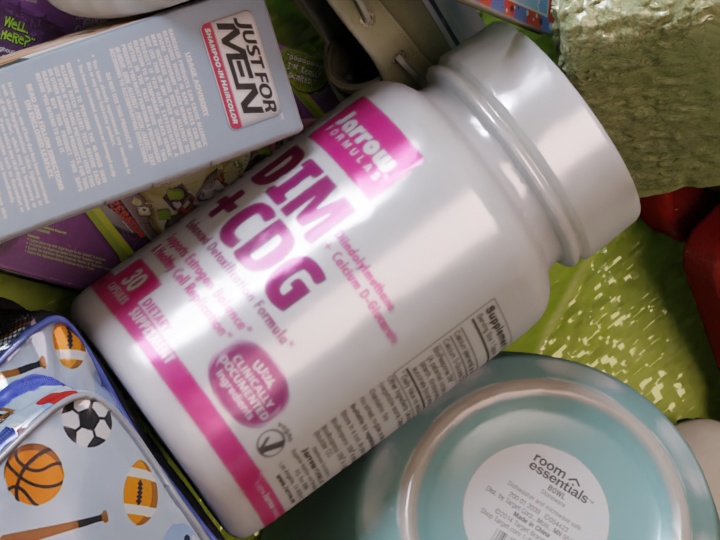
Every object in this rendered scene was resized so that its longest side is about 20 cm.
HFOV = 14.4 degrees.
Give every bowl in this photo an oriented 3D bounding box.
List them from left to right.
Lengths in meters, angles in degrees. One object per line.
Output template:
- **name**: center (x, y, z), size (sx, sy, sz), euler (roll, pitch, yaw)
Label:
- **bowl**: center (0.064, 0.114, 1.129), size (0.200, 0.105, 0.201), euler (3, 71, -8)

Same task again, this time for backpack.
- **backpack**: center (-0.143, 0.127, 1.031), size (0.190, 0.154, 0.200), euler (-39, 108, -15)

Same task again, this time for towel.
- **towel**: center (0.149, -0.079, 1.109), size (0.148, 0.200, 0.037), euler (-12, 70, 7)

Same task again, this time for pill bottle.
- **pill bottle**: center (0.000, 0.000, 1.083), size (0.200, 0.113, 0.113), euler (-37, 109, -7)

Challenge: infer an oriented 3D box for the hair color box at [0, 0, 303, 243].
- **hair color box**: center (-0.133, -0.045, 1.030), size (0.200, 0.099, 0.061), euler (-21, 99, -30)

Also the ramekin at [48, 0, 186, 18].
- **ramekin**: center (-0.063, -0.181, 1.051), size (0.200, 0.200, 0.098), euler (-44, 118, -23)

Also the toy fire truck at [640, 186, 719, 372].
- **toy fire truck**: center (0.222, -0.023, 1.283), size (0.200, 0.112, 0.168), euler (-43, 135, -23)

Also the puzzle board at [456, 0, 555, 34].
- **puzzle board**: center (0.043, -0.198, 1.025), size (0.151, 0.017, 0.201), euler (14, 81, -56)

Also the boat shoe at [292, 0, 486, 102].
- **boat shoe**: center (0.012, -0.092, 1.145), size (0.062, 0.072, 0.200), euler (-44, 135, -13)

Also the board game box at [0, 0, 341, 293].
- **board game box**: center (-0.103, -0.050, 1.121), size (0.200, 0.032, 0.120), euler (16, 85, -30)

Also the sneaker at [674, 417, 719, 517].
- **sneaker**: center (0.109, 0.141, 1.225), size (0.200, 0.072, 0.072), euler (-45, 110, -24)
